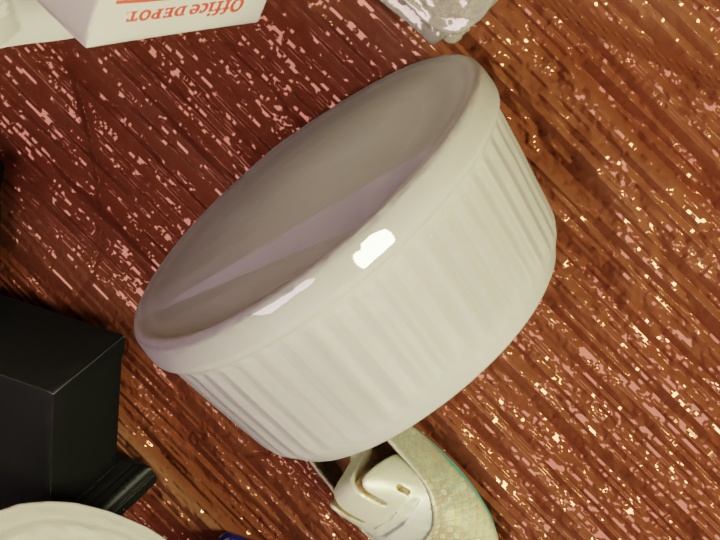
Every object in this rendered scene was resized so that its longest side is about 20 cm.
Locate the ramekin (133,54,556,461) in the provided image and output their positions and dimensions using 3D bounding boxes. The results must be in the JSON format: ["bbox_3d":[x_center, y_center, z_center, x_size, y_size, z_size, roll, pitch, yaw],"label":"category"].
[{"bbox_3d":[0.000,0.000,0.961,0.201,0.203,0.094,-25,112,35],"label":"ramekin"}]

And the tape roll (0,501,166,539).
[{"bbox_3d":[-0.139,0.216,1.045,0.202,0.202,0.071,42,121,5],"label":"tape roll"}]

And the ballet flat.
[{"bbox_3d":[-0.011,0.092,1.087,0.200,0.062,0.067,47,127,1],"label":"ballet flat"}]

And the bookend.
[{"bbox_3d":[-0.214,0.024,1.150,0.197,0.092,0.202,16,118,20],"label":"bookend"}]

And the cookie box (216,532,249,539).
[{"bbox_3d":[-0.010,0.259,1.158,0.198,0.075,0.173,16,118,23],"label":"cookie box"}]

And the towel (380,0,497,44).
[{"bbox_3d":[0.043,-0.206,0.931,0.132,0.034,0.201,39,125,7],"label":"towel"}]

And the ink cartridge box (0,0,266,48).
[{"bbox_3d":[-0.082,-0.171,0.932,0.067,0.116,0.201,43,126,26],"label":"ink cartridge box"}]
